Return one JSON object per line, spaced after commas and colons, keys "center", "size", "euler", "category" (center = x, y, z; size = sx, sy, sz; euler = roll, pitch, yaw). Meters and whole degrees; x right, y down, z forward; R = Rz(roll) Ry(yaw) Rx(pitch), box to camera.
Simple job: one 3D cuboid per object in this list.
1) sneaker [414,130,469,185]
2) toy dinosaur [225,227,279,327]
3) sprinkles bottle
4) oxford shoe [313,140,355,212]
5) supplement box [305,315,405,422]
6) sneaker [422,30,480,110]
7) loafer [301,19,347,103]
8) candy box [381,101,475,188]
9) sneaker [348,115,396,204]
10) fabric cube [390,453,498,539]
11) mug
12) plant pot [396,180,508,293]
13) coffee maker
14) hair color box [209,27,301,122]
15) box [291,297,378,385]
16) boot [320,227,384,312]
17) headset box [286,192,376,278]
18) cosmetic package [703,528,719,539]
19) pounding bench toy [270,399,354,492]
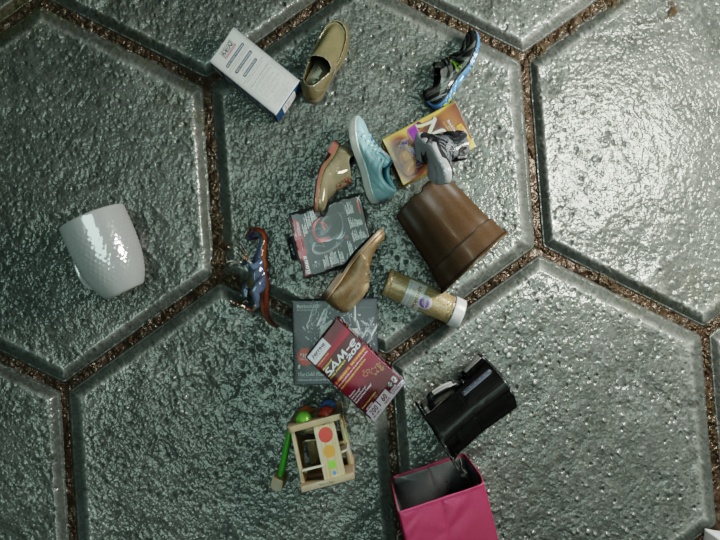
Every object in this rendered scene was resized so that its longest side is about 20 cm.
{"center": [0.188, -0.250, 1.148], "size": [0.109, 0.202, 0.078], "euler": [-10, 124, -6], "category": "sneaker"}
{"center": [-0.246, 0.002, 1.262], "size": [0.199, 0.103, 0.186], "euler": [37, 72, -37], "category": "toy dinosaur"}
{"center": [0.147, 0.065, 1.250], "size": [0.194, 0.068, 0.070], "euler": [23, 89, 0], "category": "sprinkles bottle"}
{"center": [-0.056, -0.210, 1.215], "size": [0.072, 0.071, 0.205], "euler": [18, 60, -1], "category": "oxford shoe"}
{"center": [-0.011, 0.208, 1.146], "size": [0.199, 0.061, 0.110], "euler": [42, 90, 0], "category": "supplement box"}
{"center": [0.213, -0.478, 1.258], "size": [0.081, 0.071, 0.203], "euler": [32, 92, -6], "category": "sneaker"}
{"center": [-0.080, -0.494, 1.256], "size": [0.074, 0.067, 0.206], "euler": [21, 89, 0], "category": "loafer"}
{"center": [0.158, -0.294, 1.262], "size": [0.195, 0.056, 0.120], "euler": [-27, 89, -2], "category": "candy box"}
{"center": [0.035, -0.264, 1.241], "size": [0.079, 0.074, 0.207], "euler": [-14, 100, 26], "category": "sneaker"}
{"center": [0.187, 0.557, 1.178], "size": [0.193, 0.196, 0.207], "euler": [-16, 89, -1], "category": "fabric cube"}
{"center": [-0.584, -0.028, 1.217], "size": [0.195, 0.147, 0.181], "euler": [-20, 97, 29], "category": "mug"}
{"center": [0.194, -0.092, 1.198], "size": [0.199, 0.200, 0.200], "euler": [-39, 83, -1], "category": "plant pot"}
{"center": [0.250, 0.318, 1.197], "size": [0.197, 0.135, 0.194], "euler": [-36, 65, -1], "category": "coffee maker"}
{"center": [-0.243, -0.456, 1.257], "size": [0.198, 0.061, 0.101], "euler": [38, 89, 0], "category": "hair color box"}
{"center": [-0.057, 0.158, 1.228], "size": [0.192, 0.104, 0.190], "euler": [-2, 88, -1], "category": "box"}
{"center": [0.000, 0.000, 1.170], "size": [0.075, 0.074, 0.202], "euler": [37, 85, -2], "category": "boot"}
{"center": [-0.074, -0.076, 1.245], "size": [0.193, 0.075, 0.154], "euler": [-16, 89, -1], "category": "headset box"}
{"center": [0.896, 0.727, 1.220], "size": [0.191, 0.123, 0.208], "euler": [9, 90, 0], "category": "cosmetic package"}
{"center": [-0.122, 0.393, 1.212], "size": [0.192, 0.124, 0.162], "euler": [-14, 89, -1], "category": "pounding bench toy"}
